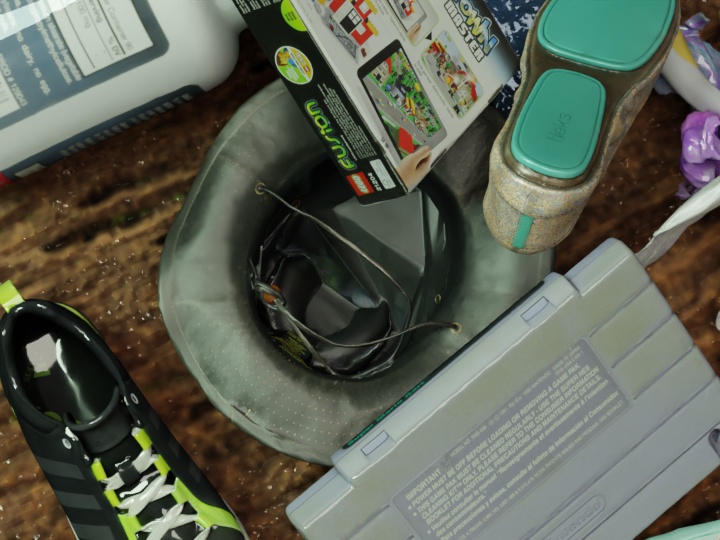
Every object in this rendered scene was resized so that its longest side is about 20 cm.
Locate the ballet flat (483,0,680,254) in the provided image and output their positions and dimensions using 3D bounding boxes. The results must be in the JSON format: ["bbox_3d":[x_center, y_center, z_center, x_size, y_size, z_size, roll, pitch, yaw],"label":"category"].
[{"bbox_3d":[0.100,-0.077,1.284,0.068,0.068,0.200,22,42,11],"label":"ballet flat"}]

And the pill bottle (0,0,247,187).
[{"bbox_3d":[-0.124,-0.128,1.299,0.199,0.120,0.120,-24,82,6],"label":"pill bottle"}]

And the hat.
[{"bbox_3d":[0.000,0.000,1.329,0.199,0.081,0.202,0,80,0],"label":"hat"}]

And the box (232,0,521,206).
[{"bbox_3d":[-0.011,-0.143,1.239,0.110,0.035,0.201,-48,114,-39],"label":"box"}]

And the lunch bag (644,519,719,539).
[{"bbox_3d":[0.219,0.207,1.292,0.169,0.122,0.201,-12,87,-6],"label":"lunch bag"}]

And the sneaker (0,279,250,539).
[{"bbox_3d":[-0.120,0.093,1.287,0.072,0.083,0.200,-37,76,-6],"label":"sneaker"}]

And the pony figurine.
[{"bbox_3d":[0.211,-0.063,1.322,0.193,0.166,0.201,-37,56,17],"label":"pony figurine"}]

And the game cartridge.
[{"bbox_3d":[0.075,0.091,1.261,0.200,0.038,0.130,-39,113,-4],"label":"game cartridge"}]

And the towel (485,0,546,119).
[{"bbox_3d":[0.021,-0.154,1.366,0.200,0.049,0.112,42,80,3],"label":"towel"}]
